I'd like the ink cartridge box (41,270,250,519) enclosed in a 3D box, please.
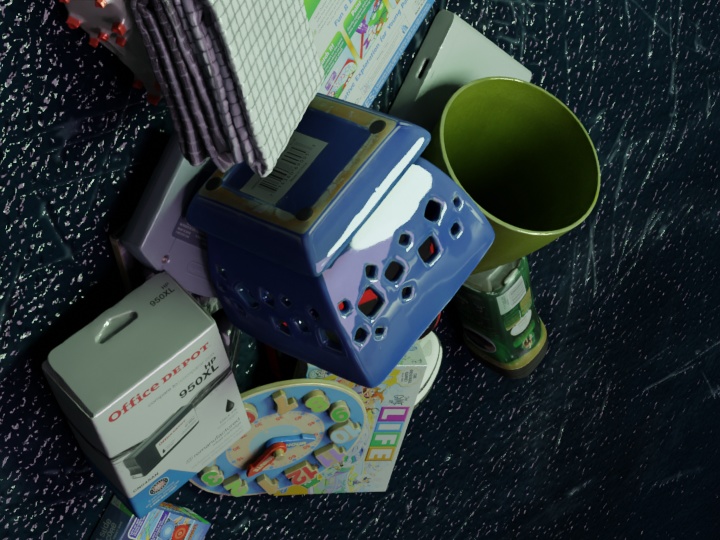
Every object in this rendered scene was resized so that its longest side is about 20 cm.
[{"bbox_3d":[-0.193,0.117,1.586,0.144,0.084,0.200,-39,150,-17],"label":"ink cartridge box"}]

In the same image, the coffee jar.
[{"bbox_3d":[0.163,0.044,2.065,0.085,0.104,0.200,-46,146,-19],"label":"coffee jar"}]

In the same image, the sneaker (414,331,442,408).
[{"bbox_3d":[0.016,0.116,1.933,0.200,0.075,0.116,-44,145,-23],"label":"sneaker"}]

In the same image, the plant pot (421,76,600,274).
[{"bbox_3d":[0.127,-0.076,1.848,0.187,0.187,0.200,-36,173,-35],"label":"plant pot"}]

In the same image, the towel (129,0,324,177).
[{"bbox_3d":[-0.109,-0.199,1.422,0.166,0.085,0.201,-65,146,-46],"label":"towel"}]

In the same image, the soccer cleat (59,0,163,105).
[{"bbox_3d":[-0.185,-0.210,1.421,0.200,0.069,0.078,50,57,-57],"label":"soccer cleat"}]

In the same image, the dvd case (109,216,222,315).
[{"bbox_3d":[-0.164,-0.002,1.644,0.149,0.016,0.201,-43,143,-30],"label":"dvd case"}]

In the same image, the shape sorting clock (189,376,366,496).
[{"bbox_3d":[-0.088,0.177,1.775,0.199,0.039,0.200,-16,148,-10],"label":"shape sorting clock"}]

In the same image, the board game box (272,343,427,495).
[{"bbox_3d":[-0.017,0.162,1.857,0.133,0.034,0.201,0,132,-18],"label":"board game box"}]

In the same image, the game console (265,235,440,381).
[{"bbox_3d":[-0.011,0.028,1.810,0.199,0.031,0.178,-22,130,-15],"label":"game console"}]

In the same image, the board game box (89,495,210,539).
[{"bbox_3d":[-0.246,0.328,1.753,0.201,0.034,0.135,-61,147,-2],"label":"board game box"}]

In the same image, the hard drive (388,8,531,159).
[{"bbox_3d":[0.112,-0.192,1.889,0.200,0.026,0.133,23,94,-58],"label":"hard drive"}]

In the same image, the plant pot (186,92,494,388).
[{"bbox_3d":[-0.028,-0.043,1.555,0.200,0.199,0.180,-50,138,-20],"label":"plant pot"}]

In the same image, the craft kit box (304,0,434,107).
[{"bbox_3d":[-0.014,-0.251,1.629,0.201,0.048,0.198,-59,152,-19],"label":"craft kit box"}]

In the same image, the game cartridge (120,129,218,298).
[{"bbox_3d":[-0.139,-0.044,1.603,0.200,0.041,0.134,26,87,-58],"label":"game cartridge"}]

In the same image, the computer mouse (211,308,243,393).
[{"bbox_3d":[-0.138,0.101,1.726,0.201,0.034,0.059,90,9,-55],"label":"computer mouse"}]
